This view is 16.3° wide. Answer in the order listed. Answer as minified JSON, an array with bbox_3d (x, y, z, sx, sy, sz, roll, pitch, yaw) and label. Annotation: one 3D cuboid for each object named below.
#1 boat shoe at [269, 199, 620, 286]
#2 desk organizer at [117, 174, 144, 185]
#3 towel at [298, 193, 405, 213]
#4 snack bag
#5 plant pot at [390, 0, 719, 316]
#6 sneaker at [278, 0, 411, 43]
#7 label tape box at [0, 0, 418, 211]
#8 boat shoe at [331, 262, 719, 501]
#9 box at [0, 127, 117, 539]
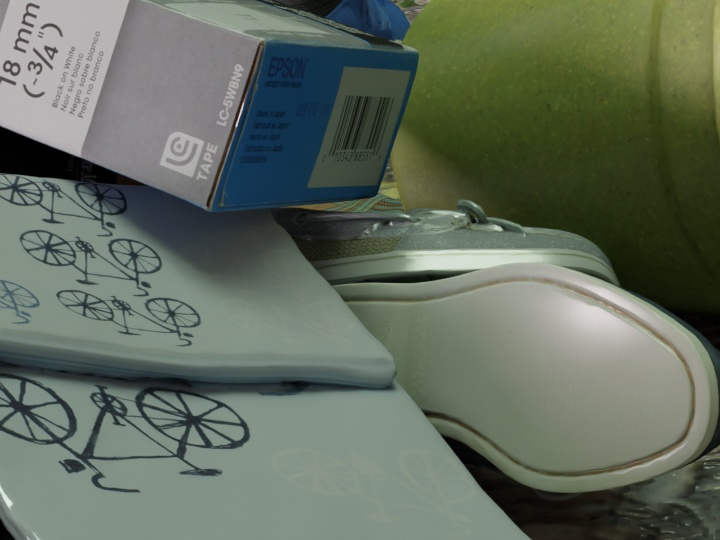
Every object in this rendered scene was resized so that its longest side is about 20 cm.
[{"bbox_3d":[0.000,0.001,0.945,0.202,0.074,0.065,-4,53,21],"label":"boat shoe"},{"bbox_3d":[-0.149,-0.060,1.141,0.077,0.072,0.200,-14,21,-21],"label":"desk organizer"},{"bbox_3d":[-0.081,-0.027,1.165,0.147,0.022,0.200,-20,23,-38],"label":"towel"},{"bbox_3d":[-0.058,0.030,0.771,0.188,0.021,0.200,6,32,-38],"label":"snack bag"},{"bbox_3d":[0.120,-0.060,0.983,0.184,0.201,0.200,-4,13,41],"label":"plant pot"},{"bbox_3d":[-0.017,-0.163,1.433,0.077,0.111,0.200,0,18,15],"label":"sneaker"},{"bbox_3d":[-0.099,-0.083,0.904,0.200,0.063,0.144,21,10,20],"label":"label tape box"},{"bbox_3d":[0.053,0.038,0.834,0.062,0.075,0.200,8,-9,-40],"label":"boat shoe"},{"bbox_3d":[-0.158,0.011,0.838,0.141,0.079,0.200,13,27,-10],"label":"box"}]
